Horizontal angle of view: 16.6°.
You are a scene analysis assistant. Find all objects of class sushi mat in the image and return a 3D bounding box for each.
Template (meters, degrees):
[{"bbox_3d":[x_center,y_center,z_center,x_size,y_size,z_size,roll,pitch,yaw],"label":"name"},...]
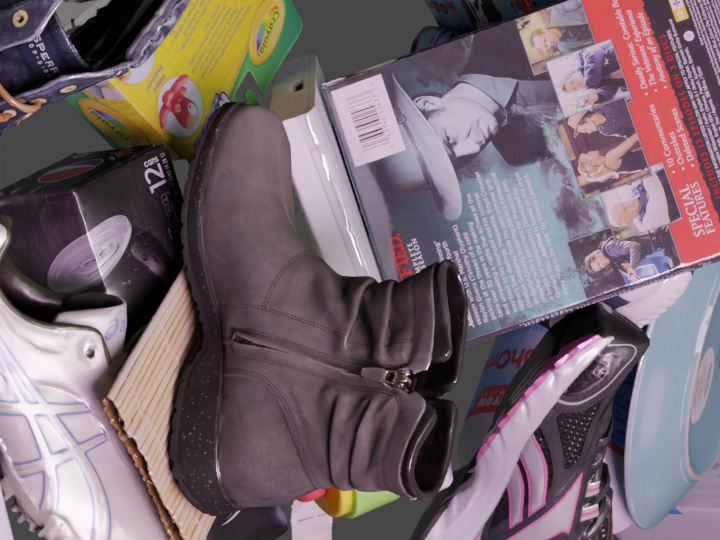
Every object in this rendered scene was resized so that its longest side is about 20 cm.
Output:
[{"bbox_3d":[-0.063,0.036,1.132,0.096,0.012,0.200,65,30,-27],"label":"sushi mat"}]

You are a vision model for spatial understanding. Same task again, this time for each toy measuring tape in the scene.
[{"bbox_3d":[-0.008,0.105,1.179,0.074,0.073,0.200,-49,157,-34],"label":"toy measuring tape"}]

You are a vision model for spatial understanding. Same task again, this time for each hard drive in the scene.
[{"bbox_3d":[0.000,0.000,1.235,0.132,0.026,0.201,-92,162,-73],"label":"hard drive"}]

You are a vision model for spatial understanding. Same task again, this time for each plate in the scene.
[{"bbox_3d":[0.184,0.043,1.309,0.200,0.025,0.201,14,90,-70],"label":"plate"}]

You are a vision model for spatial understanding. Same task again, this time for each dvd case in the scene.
[{"bbox_3d":[0.096,-0.054,1.185,0.022,0.199,0.146,54,17,-80],"label":"dvd case"}]

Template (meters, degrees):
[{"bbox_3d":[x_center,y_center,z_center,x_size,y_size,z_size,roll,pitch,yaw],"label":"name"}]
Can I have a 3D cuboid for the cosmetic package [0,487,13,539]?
[{"bbox_3d":[-0.242,0.129,0.950,0.165,0.165,0.201,-21,103,-43],"label":"cosmetic package"}]

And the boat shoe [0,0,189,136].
[{"bbox_3d":[-0.163,-0.088,1.053,0.200,0.091,0.071,-43,120,-13],"label":"boat shoe"}]

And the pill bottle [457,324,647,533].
[{"bbox_3d":[0.117,0.073,1.343,0.109,0.109,0.200,40,61,-35],"label":"pill bottle"}]

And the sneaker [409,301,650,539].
[{"bbox_3d":[0.096,0.104,1.221,0.086,0.200,0.080,31,34,0],"label":"sneaker"}]

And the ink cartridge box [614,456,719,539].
[{"bbox_3d":[0.248,0.090,1.457,0.125,0.128,0.200,45,58,-34],"label":"ink cartridge box"}]

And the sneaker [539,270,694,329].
[{"bbox_3d":[0.068,-0.040,1.234,0.130,0.199,0.080,39,86,-40],"label":"sneaker"}]

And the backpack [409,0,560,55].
[{"bbox_3d":[0.102,-0.143,1.285,0.135,0.182,0.200,-51,126,-19],"label":"backpack"}]

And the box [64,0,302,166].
[{"bbox_3d":[-0.116,-0.140,1.169,0.200,0.048,0.118,46,58,-30],"label":"box"}]

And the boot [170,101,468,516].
[{"bbox_3d":[-0.010,0.012,1.083,0.068,0.130,0.201,35,50,-54],"label":"boot"}]

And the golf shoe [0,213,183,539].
[{"bbox_3d":[-0.125,0.061,1.079,0.097,0.078,0.200,-43,109,6],"label":"golf shoe"}]

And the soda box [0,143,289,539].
[{"bbox_3d":[-0.103,0.045,1.154,0.063,0.071,0.201,-31,110,-42],"label":"soda box"}]
